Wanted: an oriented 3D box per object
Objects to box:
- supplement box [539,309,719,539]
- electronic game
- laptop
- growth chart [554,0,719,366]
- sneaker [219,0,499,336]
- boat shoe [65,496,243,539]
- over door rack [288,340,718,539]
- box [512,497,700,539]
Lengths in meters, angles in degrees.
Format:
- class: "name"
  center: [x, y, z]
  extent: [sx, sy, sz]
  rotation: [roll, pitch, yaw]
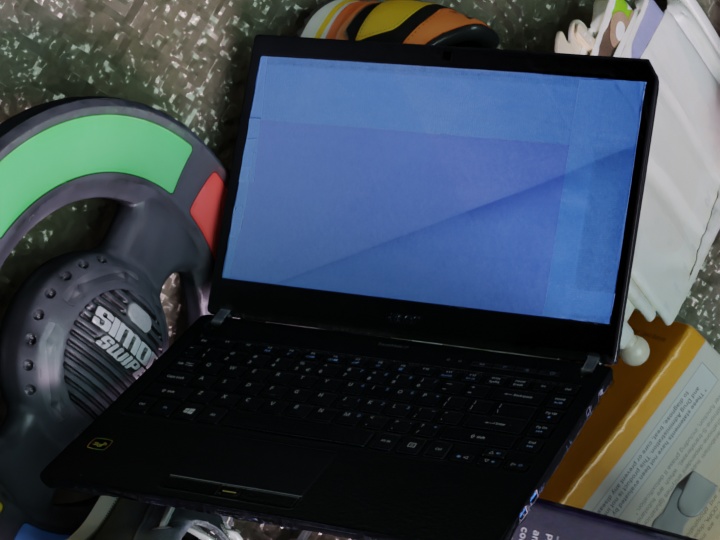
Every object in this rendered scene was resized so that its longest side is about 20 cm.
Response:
- class: "supplement box"
  center: [0.160, 0.128, 0.968]
  extent: [0.200, 0.073, 0.126]
  rotation: [45, 76, -26]
- class: "electronic game"
  center: [-0.107, 0.032, 0.788]
  extent: [0.200, 0.042, 0.201]
  rotation: [-11, 104, -50]
- class: "laptop"
  center: [0.000, 0.000, 0.738]
  extent: [0.200, 0.177, 0.104]
  rotation: [-47, 136, -53]
- class: "growth chart"
  center: [0.128, -0.058, 0.911]
  extent: [0.145, 0.018, 0.200]
  rotation: [57, 46, -21]
- class: "sneaker"
  center: [0.005, -0.017, 0.828]
  extent: [0.070, 0.090, 0.201]
  rotation: [20, 78, -49]
- class: "boat shoe"
  center: [-0.074, 0.116, 0.731]
  extent: [0.062, 0.200, 0.073]
  rotation: [10, 102, 13]
- class: "over door rack"
  center: [0.040, 0.137, 0.865]
  extent: [0.148, 0.067, 0.200]
  rotation: [32, 88, 5]
- class: "box"
  center: [0.125, 0.154, 0.752]
  extent: [0.199, 0.148, 0.105]
  rotation: [14, 85, 4]
